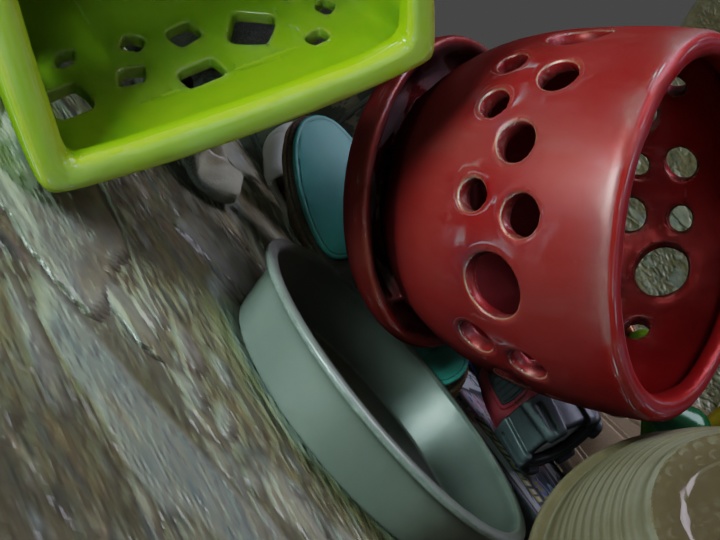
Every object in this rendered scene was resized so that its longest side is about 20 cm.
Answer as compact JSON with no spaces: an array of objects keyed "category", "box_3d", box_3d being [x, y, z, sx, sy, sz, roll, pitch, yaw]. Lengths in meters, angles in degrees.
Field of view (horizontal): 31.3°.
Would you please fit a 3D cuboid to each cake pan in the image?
[{"category":"cake pan","box_3d":[0.008,0.070,0.669,0.200,0.037,0.200,47,10,-11]}]

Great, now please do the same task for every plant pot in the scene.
[{"category":"plant pot","box_3d":[0.100,-0.031,0.700,0.181,0.202,0.200,8,-17,34]},{"category":"plant pot","box_3d":[0.179,0.145,0.618,0.201,0.199,0.093,56,-22,37]},{"category":"plant pot","box_3d":[-0.097,-0.184,0.573,0.182,0.198,0.201,49,-27,47]}]

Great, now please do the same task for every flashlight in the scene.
[{"category":"flashlight","box_3d":[0.084,0.034,0.853,0.201,0.067,0.068,61,-24,26]}]

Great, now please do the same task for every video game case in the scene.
[{"category":"video game case","box_3d":[0.113,0.145,0.880,0.201,0.025,0.181,53,10,23]}]

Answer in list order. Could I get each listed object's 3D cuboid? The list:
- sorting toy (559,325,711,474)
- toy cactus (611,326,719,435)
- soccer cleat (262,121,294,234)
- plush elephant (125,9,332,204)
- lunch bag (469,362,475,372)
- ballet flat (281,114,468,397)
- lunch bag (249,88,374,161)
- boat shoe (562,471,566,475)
[{"category":"sorting toy","box_3d":[0.181,0.093,1.014,0.200,0.036,0.185,49,41,1]},{"category":"toy cactus","box_3d":[0.181,0.086,0.897,0.200,0.102,0.165,51,11,23]},{"category":"soccer cleat","box_3d":[-0.002,-0.020,0.918,0.200,0.069,0.078,47,30,-24]},{"category":"plush elephant","box_3d":[-0.080,-0.138,0.780,0.155,0.198,0.166,90,-23,-70]},{"category":"lunch bag","box_3d":[0.154,0.053,1.160,0.170,0.123,0.201,37,30,-50]},{"category":"ballet flat","box_3d":[0.000,0.000,0.817,0.201,0.067,0.072,58,-29,10]},{"category":"lunch bag","box_3d":[-0.003,-0.119,1.044,0.168,0.139,0.201,39,15,-42]},{"category":"boat shoe","box_3d":[0.239,0.226,1.017,0.200,0.063,0.073,51,11,14]}]
